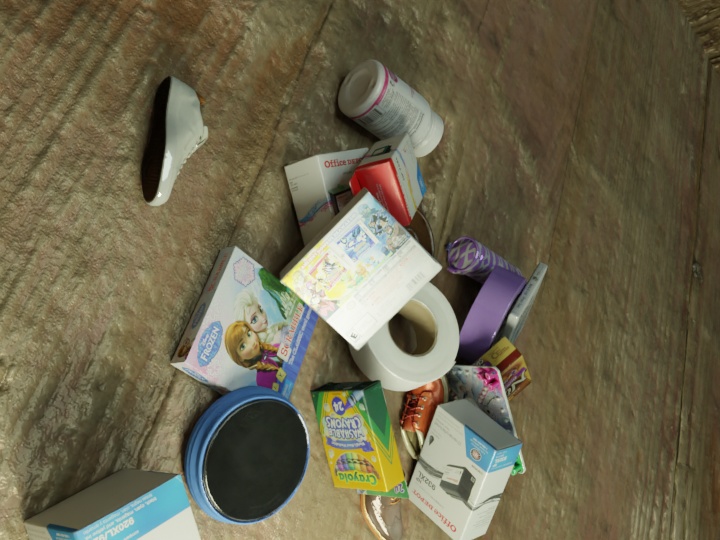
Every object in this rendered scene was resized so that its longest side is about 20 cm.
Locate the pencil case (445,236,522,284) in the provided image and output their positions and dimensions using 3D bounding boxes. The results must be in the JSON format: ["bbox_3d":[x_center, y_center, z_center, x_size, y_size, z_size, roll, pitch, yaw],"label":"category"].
[{"bbox_3d":[0.268,-0.001,1.607,0.199,0.084,0.086,26,90,-40],"label":"pencil case"}]

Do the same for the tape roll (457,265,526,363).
[{"bbox_3d":[0.264,0.094,1.512,0.201,0.065,0.201,-55,162,-27],"label":"tape roll"}]

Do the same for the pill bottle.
[{"bbox_3d":[0.062,-0.302,1.425,0.199,0.113,0.114,27,63,-41],"label":"pill bottle"}]

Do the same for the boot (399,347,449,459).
[{"bbox_3d":[0.113,0.251,1.402,0.107,0.075,0.202,-18,97,-42],"label":"boot"}]

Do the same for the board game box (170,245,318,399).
[{"bbox_3d":[-0.169,0.100,1.152,0.199,0.041,0.201,40,55,-35],"label":"board game box"}]

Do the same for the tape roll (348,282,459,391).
[{"bbox_3d":[0.078,0.112,1.343,0.201,0.071,0.204,12,64,-25],"label":"tape roll"}]

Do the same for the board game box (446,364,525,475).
[{"bbox_3d":[0.207,0.277,1.403,0.026,0.199,0.202,-19,96,-33],"label":"board game box"}]

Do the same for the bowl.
[{"bbox_3d":[-0.159,0.273,1.096,0.199,0.039,0.203,-5,98,-39],"label":"bowl"}]

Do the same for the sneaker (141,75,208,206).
[{"bbox_3d":[-0.261,-0.181,1.087,0.084,0.072,0.202,22,65,-39],"label":"sneaker"}]

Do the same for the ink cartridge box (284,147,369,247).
[{"bbox_3d":[-0.034,-0.104,1.302,0.144,0.083,0.202,-18,95,-49],"label":"ink cartridge box"}]

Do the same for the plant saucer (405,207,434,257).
[{"bbox_3d":[0.086,-0.054,1.462,0.199,0.032,0.202,12,73,-44],"label":"plant saucer"}]

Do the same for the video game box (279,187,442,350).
[{"bbox_3d":[0.000,0.000,1.210,0.200,0.047,0.182,-44,112,6],"label":"video game box"}]

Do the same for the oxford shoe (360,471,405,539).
[{"bbox_3d":[0.043,0.384,1.296,0.071,0.073,0.202,-23,99,-47],"label":"oxford shoe"}]

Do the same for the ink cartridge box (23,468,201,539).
[{"bbox_3d":[-0.282,0.366,0.902,0.144,0.146,0.202,-22,98,-46],"label":"ink cartridge box"}]

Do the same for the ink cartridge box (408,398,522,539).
[{"bbox_3d":[0.181,0.357,1.336,0.083,0.145,0.202,-3,117,-44],"label":"ink cartridge box"}]

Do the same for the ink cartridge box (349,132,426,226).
[{"bbox_3d":[0.049,-0.145,1.277,0.200,0.067,0.117,-62,136,-59],"label":"ink cartridge box"}]

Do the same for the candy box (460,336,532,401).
[{"bbox_3d":[0.274,0.215,1.490,0.116,0.057,0.200,-41,153,-1],"label":"candy box"}]

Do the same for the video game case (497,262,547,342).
[{"bbox_3d":[0.328,0.107,1.570,0.182,0.024,0.201,-49,158,-42],"label":"video game case"}]

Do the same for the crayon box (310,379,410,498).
[{"bbox_3d":[-0.002,0.286,1.230,0.051,0.125,0.202,-19,96,-46],"label":"crayon box"}]
